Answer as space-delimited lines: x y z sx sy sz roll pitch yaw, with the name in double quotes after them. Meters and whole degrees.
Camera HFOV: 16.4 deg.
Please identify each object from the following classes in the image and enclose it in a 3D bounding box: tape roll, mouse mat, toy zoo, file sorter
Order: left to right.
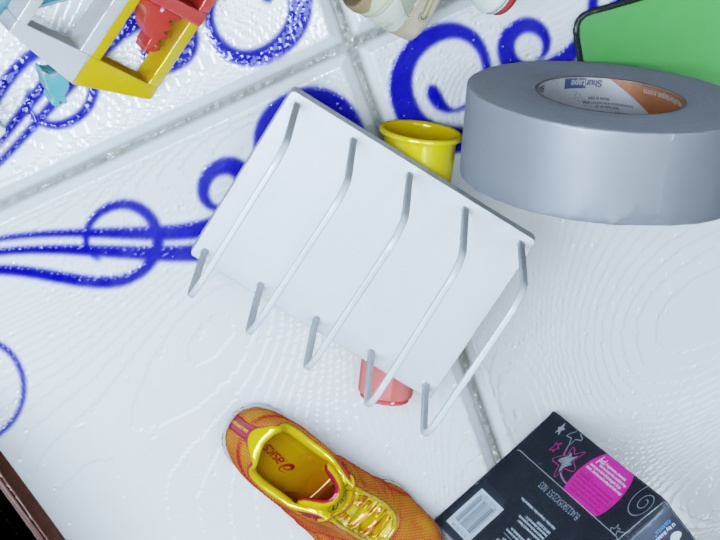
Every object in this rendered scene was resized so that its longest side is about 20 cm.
-0.149 -0.193 1.641 0.131 0.020 0.200 23 107 -45 "toy zoo"
0.000 0.000 1.689 0.199 0.125 0.139 31 107 -9 "file sorter"
0.169 -0.090 1.725 0.199 0.200 0.067 -2 110 -20 "tape roll"
0.257 -0.138 1.852 0.199 0.008 0.162 -17 110 -16 "mouse mat"

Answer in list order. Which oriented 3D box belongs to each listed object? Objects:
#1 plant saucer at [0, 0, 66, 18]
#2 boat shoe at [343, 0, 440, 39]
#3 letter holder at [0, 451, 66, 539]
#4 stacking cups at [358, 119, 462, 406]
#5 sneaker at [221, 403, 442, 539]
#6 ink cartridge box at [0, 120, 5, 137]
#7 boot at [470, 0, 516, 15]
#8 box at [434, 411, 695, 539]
-0.166 -0.217 1.637 0.199 0.019 0.070 -18 131 -25 "plant saucer"
0.066 -0.251 1.713 0.065 0.072 0.201 28 100 -27 "boat shoe"
-0.250 0.198 1.685 0.100 0.142 0.201 -36 115 -7 "letter holder"
0.034 -0.003 1.779 0.060 0.060 0.201 -1 107 -20 "stacking cups"
-0.017 0.170 1.801 0.200 0.077 0.073 33 91 -27 "sneaker"
-0.348 -0.101 1.593 0.200 0.085 0.145 40 89 -27 "ink cartridge box"
0.170 -0.245 1.755 0.144 0.072 0.201 31 90 -27 "boot"
0.162 0.213 1.812 0.132 0.200 0.115 -42 114 -4 "box"
